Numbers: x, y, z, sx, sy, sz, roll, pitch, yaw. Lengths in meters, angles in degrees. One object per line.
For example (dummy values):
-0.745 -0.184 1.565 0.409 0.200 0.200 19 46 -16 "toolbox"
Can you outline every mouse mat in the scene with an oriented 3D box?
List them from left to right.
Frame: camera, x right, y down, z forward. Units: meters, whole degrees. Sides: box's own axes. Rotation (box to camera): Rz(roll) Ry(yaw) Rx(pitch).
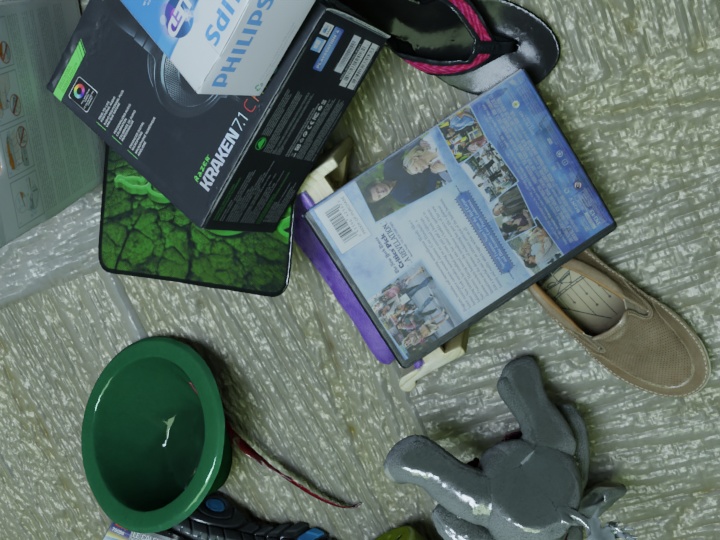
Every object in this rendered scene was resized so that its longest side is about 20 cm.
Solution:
-0.134 -0.069 0.752 0.199 0.008 0.162 7 94 28 "mouse mat"

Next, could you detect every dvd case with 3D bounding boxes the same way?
0.076 -0.038 0.709 0.199 0.018 0.143 -33 99 0 "dvd case"

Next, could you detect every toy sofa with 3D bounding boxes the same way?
0.000 0.000 0.774 0.097 0.083 0.201 -30 103 19 "toy sofa"

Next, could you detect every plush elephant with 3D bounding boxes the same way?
0.142 0.203 0.806 0.200 0.164 0.155 41 157 26 "plush elephant"

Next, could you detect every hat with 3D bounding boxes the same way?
-0.143 0.173 0.902 0.165 0.176 0.201 -36 62 18 "hat"

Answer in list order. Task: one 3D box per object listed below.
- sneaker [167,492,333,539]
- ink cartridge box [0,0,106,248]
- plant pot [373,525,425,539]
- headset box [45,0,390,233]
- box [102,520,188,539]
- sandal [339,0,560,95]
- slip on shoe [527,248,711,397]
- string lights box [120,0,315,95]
-0.126 0.275 0.909 0.199 0.073 0.082 21 112 1 "sneaker"
-0.260 -0.120 0.708 0.047 0.200 0.161 -1 111 11 "ink cartridge box"
0.059 0.348 0.852 0.200 0.200 0.193 -39 92 21 "plant pot"
-0.112 -0.155 0.683 0.200 0.093 0.175 41 108 23 "headset box"
-0.192 0.318 0.916 0.136 0.040 0.200 24 137 -1 "box"
0.054 -0.184 0.713 0.199 0.045 0.075 21 113 1 "sandal"
0.207 0.041 0.766 0.200 0.061 0.076 43 112 -8 "slip on shoe"
-0.116 -0.214 0.590 0.200 0.059 0.103 50 123 20 "string lights box"
